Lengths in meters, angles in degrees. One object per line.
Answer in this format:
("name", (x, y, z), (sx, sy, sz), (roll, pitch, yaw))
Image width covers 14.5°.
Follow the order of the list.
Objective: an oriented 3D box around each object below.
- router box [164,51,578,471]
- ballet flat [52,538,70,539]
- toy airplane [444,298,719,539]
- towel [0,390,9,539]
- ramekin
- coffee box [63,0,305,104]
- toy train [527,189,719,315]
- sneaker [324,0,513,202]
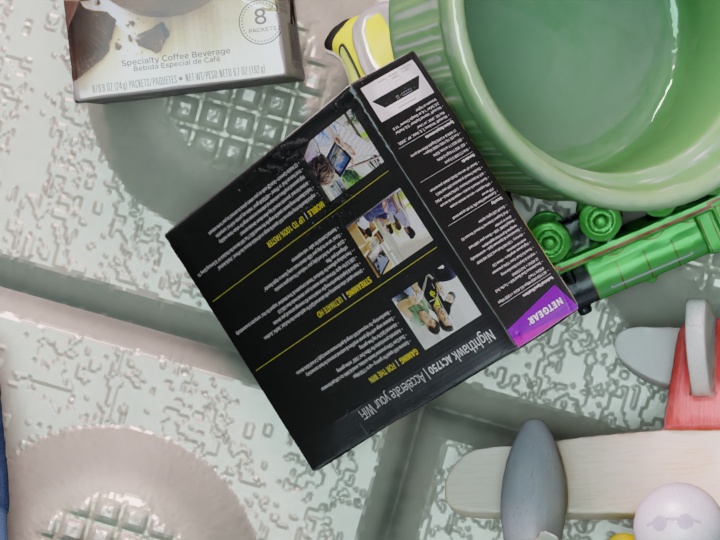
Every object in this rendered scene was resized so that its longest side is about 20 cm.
("router box", (0.000, 0.000, 1.410), (0.051, 0.200, 0.149), (-31, 88, -37))
("ballet flat", (-0.094, 0.197, 1.481), (0.200, 0.074, 0.074), (16, 93, 4))
("toy airplane", (0.170, 0.112, 1.414), (0.199, 0.141, 0.200), (46, 102, 12))
("towel", (-0.234, 0.124, 1.454), (0.112, 0.049, 0.200), (3, 67, -22))
("ramekin", (0.111, -0.126, 1.401), (0.200, 0.098, 0.200), (1, 87, -25))
("coffee box", (-0.099, -0.191, 1.462), (0.113, 0.080, 0.200), (-7, 91, 6))
("toy train", (0.176, -0.034, 1.463), (0.200, 0.042, 0.056), (-24, 100, 6))
("sneaker", (0.031, -0.043, 1.469), (0.076, 0.075, 0.200), (-6, 90, 28))
